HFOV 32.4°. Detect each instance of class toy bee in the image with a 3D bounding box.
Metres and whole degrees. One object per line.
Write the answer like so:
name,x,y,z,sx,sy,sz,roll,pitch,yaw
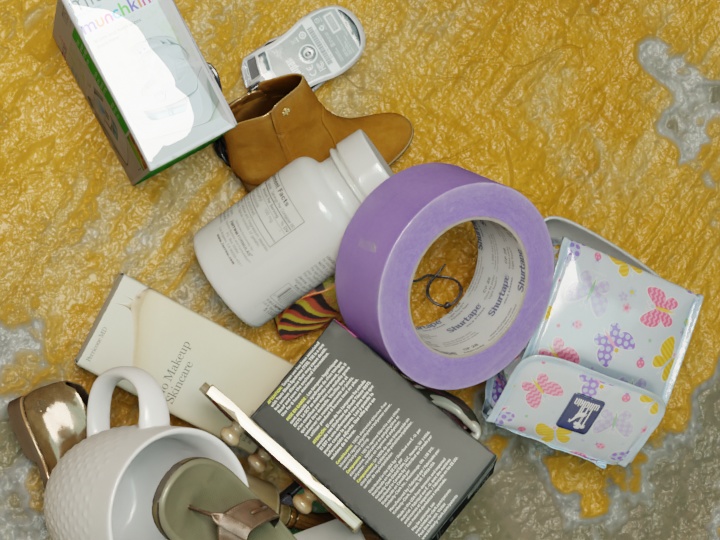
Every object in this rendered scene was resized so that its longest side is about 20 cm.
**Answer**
toy bee,0.000,0.000,1.282,0.199,0.109,0.131,-30,53,-22

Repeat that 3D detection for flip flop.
flip flop,-0.097,0.231,1.065,0.200,0.057,0.081,48,59,-28

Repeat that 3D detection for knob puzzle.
knob puzzle,-0.080,0.181,1.145,0.220,0.219,0.031,44,80,-11

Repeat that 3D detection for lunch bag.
lunch bag,0.233,0.088,1.263,0.168,0.127,0.202,22,89,-9

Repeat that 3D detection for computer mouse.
computer mouse,-0.083,-0.203,1.295,0.199,0.044,0.110,-32,93,-8

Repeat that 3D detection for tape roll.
tape roll,0.081,0.005,1.174,0.198,0.085,0.203,-11,112,-29

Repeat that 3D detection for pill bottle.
pill bottle,-0.056,-0.045,1.216,0.199,0.114,0.115,-35,99,7

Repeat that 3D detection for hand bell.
hand bell,-0.064,0.246,1.233,0.198,0.104,0.105,17,85,-26

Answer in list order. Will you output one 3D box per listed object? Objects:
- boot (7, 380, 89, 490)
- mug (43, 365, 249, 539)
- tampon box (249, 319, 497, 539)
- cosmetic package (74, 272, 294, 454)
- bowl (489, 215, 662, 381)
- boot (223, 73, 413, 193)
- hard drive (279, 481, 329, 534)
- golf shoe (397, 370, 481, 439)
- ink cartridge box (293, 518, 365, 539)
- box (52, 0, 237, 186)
boot,-0.270,0.204,1.217,0.075,0.074,0.202,-25,94,0
mug,-0.209,0.188,1.126,0.146,0.174,0.203,-3,88,-41
tampon box,0.016,0.168,1.186,0.200,0.150,0.126,40,82,12
cosmetic package,-0.177,0.094,1.250,0.199,0.073,0.104,28,83,-14
bowl,0.225,0.063,1.362,0.198,0.075,0.202,29,81,-13
boot,-0.041,-0.146,1.253,0.199,0.145,0.071,-26,53,-10
hard drive,-0.032,0.321,1.307,0.139,0.038,0.201,-40,100,-12
golf shoe,0.036,0.137,1.303,0.198,0.088,0.078,16,87,-14
ink cartridge box,-0.035,0.352,1.209,0.116,0.067,0.202,-16,117,-13
box,-0.209,-0.186,1.177,0.096,0.200,0.178,-30,98,-13
